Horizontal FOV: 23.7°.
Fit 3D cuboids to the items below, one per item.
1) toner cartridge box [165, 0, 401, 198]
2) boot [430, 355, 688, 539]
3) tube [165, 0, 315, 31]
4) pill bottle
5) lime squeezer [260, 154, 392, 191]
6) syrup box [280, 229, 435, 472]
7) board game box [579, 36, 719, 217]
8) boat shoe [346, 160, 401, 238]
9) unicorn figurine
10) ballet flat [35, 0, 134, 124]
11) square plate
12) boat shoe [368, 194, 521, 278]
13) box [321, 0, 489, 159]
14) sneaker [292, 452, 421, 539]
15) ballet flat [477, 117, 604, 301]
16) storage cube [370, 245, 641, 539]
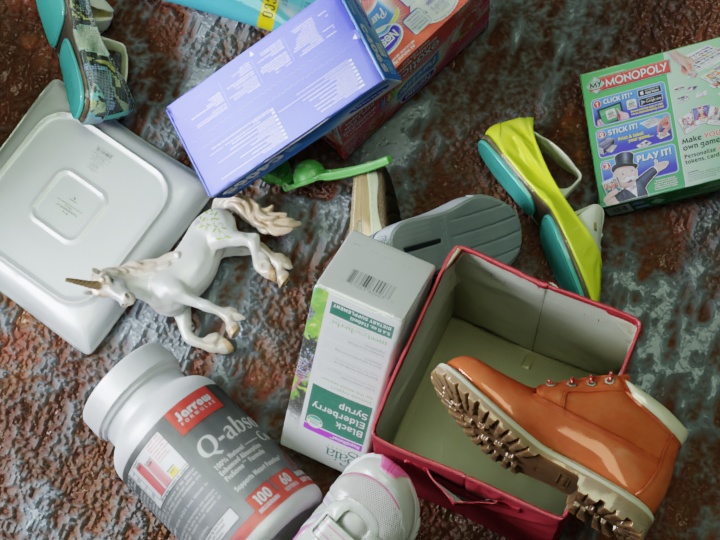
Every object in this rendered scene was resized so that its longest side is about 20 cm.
[{"bbox_3d":[-0.069,-0.154,1.514,0.199,0.043,0.096,-31,81,22],"label":"toner cartridge box"},{"bbox_3d":[0.152,0.109,1.302,0.199,0.075,0.108,33,72,3],"label":"boot"},{"bbox_3d":[-0.125,-0.271,1.647,0.197,0.050,0.078,13,79,1],"label":"tube"},{"bbox_3d":[-0.137,0.163,1.457,0.116,0.116,0.200,-44,75,-12],"label":"pill bottle"},{"bbox_3d":[-0.057,-0.106,1.570,0.198,0.038,0.071,24,105,26],"label":"lime squeezer"},{"bbox_3d":[-0.004,0.074,1.434,0.078,0.201,0.082,23,43,10],"label":"syrup box"},{"bbox_3d":[0.304,-0.137,1.550,0.198,0.029,0.136,-13,68,21],"label":"board game box"},{"bbox_3d":[0.000,0.000,1.536,0.075,0.072,0.202,-10,69,16],"label":"boat shoe"},{"bbox_3d":[-0.152,0.006,1.539,0.137,0.074,0.200,35,55,10],"label":"unicorn figurine"},{"bbox_3d":[-0.260,-0.221,1.625,0.073,0.074,0.202,-17,65,-3],"label":"ballet flat"},{"bbox_3d":[-0.268,-0.056,1.585,0.199,0.028,0.199,33,76,12],"label":"square plate"},{"bbox_3d":[0.066,-0.026,1.501,0.062,0.199,0.073,-6,91,41],"label":"boat shoe"},{"bbox_3d":[0.019,-0.214,1.590,0.200,0.096,0.100,-44,74,-11],"label":"box"},{"bbox_3d":[-0.020,0.236,1.387,0.081,0.088,0.201,35,119,13],"label":"sneaker"},{"bbox_3d":[0.180,-0.056,1.547,0.066,0.067,0.201,-26,70,-11],"label":"ballet flat"},{"bbox_3d":[0.117,0.115,1.429,0.169,0.180,0.202,22,74,10],"label":"storage cube"}]
